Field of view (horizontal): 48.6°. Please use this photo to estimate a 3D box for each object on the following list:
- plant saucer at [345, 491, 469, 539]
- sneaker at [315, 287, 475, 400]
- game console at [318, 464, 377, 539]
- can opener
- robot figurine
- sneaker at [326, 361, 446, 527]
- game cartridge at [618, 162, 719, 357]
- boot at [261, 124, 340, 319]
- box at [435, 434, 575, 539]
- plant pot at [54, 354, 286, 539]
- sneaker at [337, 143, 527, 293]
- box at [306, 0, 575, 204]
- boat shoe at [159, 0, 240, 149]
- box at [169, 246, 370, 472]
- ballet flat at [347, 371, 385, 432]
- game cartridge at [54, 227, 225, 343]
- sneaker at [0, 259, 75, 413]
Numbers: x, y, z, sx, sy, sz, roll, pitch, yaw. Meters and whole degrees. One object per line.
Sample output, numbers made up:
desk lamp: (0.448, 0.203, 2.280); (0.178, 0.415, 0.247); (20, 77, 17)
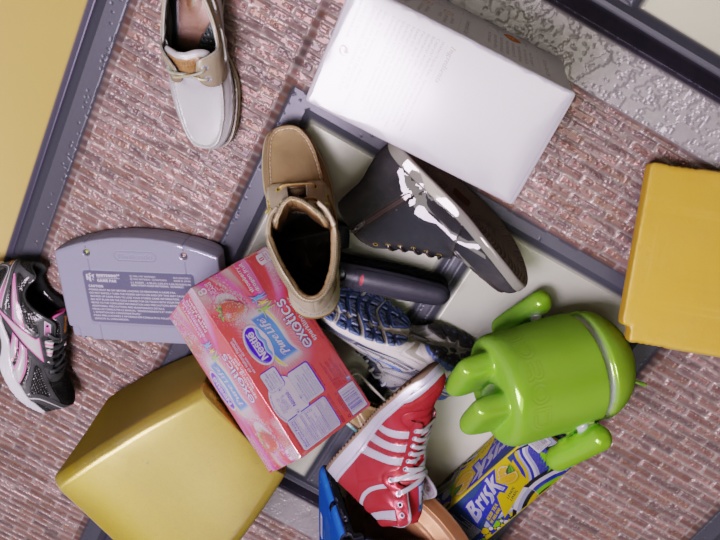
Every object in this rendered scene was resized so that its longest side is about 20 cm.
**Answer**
plant saucer: (0.055, 0.330, 0.954); (0.199, 0.032, 0.202); (27, 134, 33)
sneaker: (0.029, 0.091, 0.879); (0.199, 0.077, 0.085); (25, 126, -6)
game console: (0.024, 0.347, 0.958); (0.117, 0.171, 0.201); (-9, 130, -14)
can opener: (0.000, 0.000, 0.850); (0.198, 0.063, 0.079); (19, 116, 2)
robot figurine: (0.191, 0.108, 0.814); (0.198, 0.177, 0.116); (-13, 153, -15)
sneaker: (0.054, 0.192, 0.841); (0.113, 0.071, 0.200); (47, 125, 15)
game cartridge: (0.363, -0.003, 0.771); (0.198, 0.032, 0.178); (10, 95, 8)
boot: (-0.059, -0.060, 0.752); (0.072, 0.155, 0.202); (-8, 82, -2)
box: (0.163, 0.241, 0.927); (0.064, 0.070, 0.200); (38, 115, -7)
plant pot: (-0.187, 0.208, 0.920); (0.176, 0.200, 0.200); (-38, 103, 11)
sneaker: (0.076, -0.035, 0.822); (0.200, 0.075, 0.106); (46, 119, -1)
box: (0.073, -0.170, 0.709); (0.199, 0.152, 0.107); (27, 116, -2)
boat shoe: (-0.164, -0.211, 0.780); (0.074, 0.069, 0.202); (1, 115, 10)
box: (-0.097, 0.094, 0.830); (0.201, 0.102, 0.095); (55, 145, 3)
ballet flat: (-0.035, 0.135, 0.931); (0.199, 0.069, 0.063); (33, 88, -8)
game cartridge: (-0.248, 0.018, 0.921); (0.198, 0.041, 0.134); (3, 118, 9)
sneaker: (-0.383, 0.078, 0.950); (0.086, 0.080, 0.201); (-13, 113, 14)
